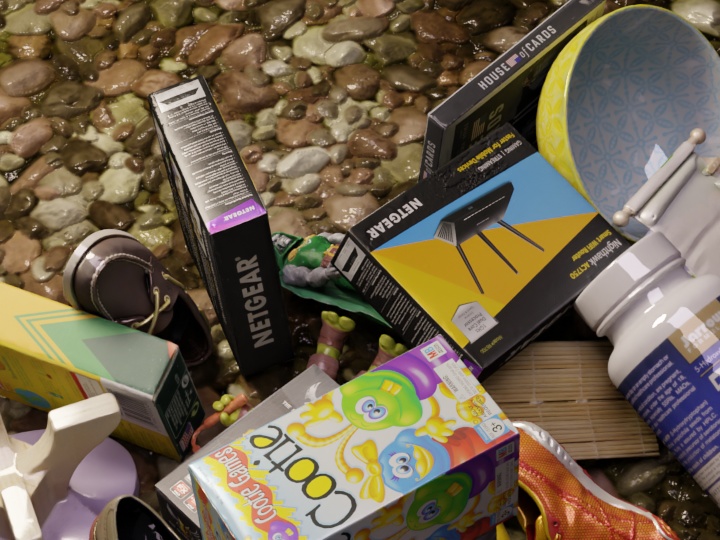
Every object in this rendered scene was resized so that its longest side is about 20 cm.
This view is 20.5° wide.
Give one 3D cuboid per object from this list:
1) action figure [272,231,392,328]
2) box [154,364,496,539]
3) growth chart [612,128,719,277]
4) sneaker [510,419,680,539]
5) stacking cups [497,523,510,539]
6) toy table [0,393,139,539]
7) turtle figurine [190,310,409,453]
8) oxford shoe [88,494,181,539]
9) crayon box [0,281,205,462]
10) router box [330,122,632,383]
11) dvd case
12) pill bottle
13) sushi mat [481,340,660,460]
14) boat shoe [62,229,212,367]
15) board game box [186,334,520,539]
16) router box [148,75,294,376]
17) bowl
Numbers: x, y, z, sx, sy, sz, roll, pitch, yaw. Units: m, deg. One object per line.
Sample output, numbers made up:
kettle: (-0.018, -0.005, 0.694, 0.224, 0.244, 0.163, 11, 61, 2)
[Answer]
action figure: (0.000, 0.000, 1.627, 0.199, 0.055, 0.118, 13, 40, 36)
box: (-0.025, 0.179, 1.425, 0.158, 0.048, 0.200, -36, 56, -23)
growth chart: (0.294, -0.003, 1.614, 0.145, 0.018, 0.200, -38, 88, -27)
sneaker: (0.166, 0.196, 1.473, 0.199, 0.073, 0.077, 34, 63, 6)
stacking cups: (0.116, 0.264, 1.443, 0.060, 0.061, 0.201, -19, 56, -12)
toy table: (-0.269, 0.160, 1.501, 0.199, 0.117, 0.184, -28, 57, -19)
turtle figurine: (-0.021, 0.123, 1.547, 0.199, 0.064, 0.162, 22, 75, 30)
oxford shoe: (-0.131, 0.250, 1.433, 0.070, 0.075, 0.200, -35, 79, -22)
crayon box: (-0.228, 0.074, 1.552, 0.199, 0.127, 0.051, 18, 66, 14)
router box: (0.097, -0.012, 1.542, 0.149, 0.051, 0.200, 46, 52, 11)
dvd case: (0.126, -0.138, 1.685, 0.025, 0.151, 0.200, 41, 65, 20)
pill bottle: (0.259, 0.074, 1.512, 0.119, 0.120, 0.200, -35, 77, -22)
sushi mat: (0.137, 0.101, 1.534, 0.199, 0.012, 0.096, 0, 75, -22)
boat shoe: (-0.169, 0.026, 1.550, 0.059, 0.200, 0.072, 35, 83, 23)
board game box: (-0.002, 0.150, 1.348, 0.199, 0.105, 0.103, -27, 54, -17)
router box: (-0.108, -0.032, 1.575, 0.051, 0.200, 0.150, -20, 56, -8)
bowl: (0.215, -0.116, 1.679, 0.200, 0.201, 0.107, -46, 21, -27)
